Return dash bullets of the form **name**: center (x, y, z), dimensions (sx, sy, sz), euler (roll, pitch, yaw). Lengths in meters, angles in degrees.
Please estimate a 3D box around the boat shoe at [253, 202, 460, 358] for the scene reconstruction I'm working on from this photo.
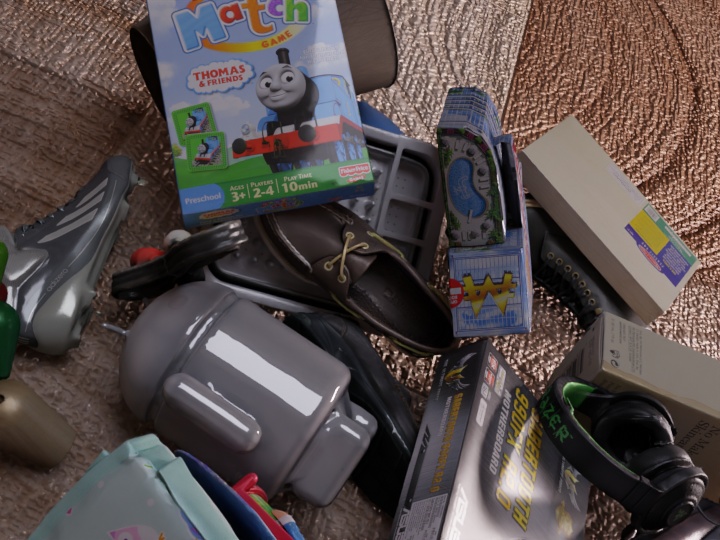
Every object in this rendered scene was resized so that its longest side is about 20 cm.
- **boat shoe**: center (0.000, 0.000, 0.902), dimensions (0.200, 0.060, 0.072), euler (42, 80, -10)

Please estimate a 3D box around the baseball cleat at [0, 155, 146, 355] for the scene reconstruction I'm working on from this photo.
- **baseball cleat**: center (-0.234, -0.029, 0.851), dimensions (0.106, 0.070, 0.200), euler (19, 43, -12)

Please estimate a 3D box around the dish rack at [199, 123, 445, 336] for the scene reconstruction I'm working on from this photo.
- **dish rack**: center (-0.033, -0.045, 0.947), dimensions (0.200, 0.044, 0.172), euler (15, 84, -16)

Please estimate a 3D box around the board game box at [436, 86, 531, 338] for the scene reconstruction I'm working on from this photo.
- **board game box**: center (0.104, -0.034, 0.905), dimensions (0.062, 0.200, 0.200), euler (-5, 20, 9)

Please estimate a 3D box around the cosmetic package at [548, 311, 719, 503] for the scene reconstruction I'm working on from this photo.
- **cosmetic package**: center (0.270, 0.125, 0.956), dimensions (0.200, 0.104, 0.073), euler (23, 43, -6)

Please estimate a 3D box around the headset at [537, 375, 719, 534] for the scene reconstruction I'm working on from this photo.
- **headset**: center (0.229, 0.138, 0.855), dimensions (0.200, 0.094, 0.124), euler (29, 22, -22)

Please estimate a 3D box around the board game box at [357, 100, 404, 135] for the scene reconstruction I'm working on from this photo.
- **board game box**: center (-0.048, -0.094, 1.036), dimensions (0.200, 0.039, 0.158), euler (-2, 48, -17)

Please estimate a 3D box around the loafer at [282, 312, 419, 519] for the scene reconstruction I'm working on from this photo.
- **loafer**: center (0.015, 0.107, 0.859), dimensions (0.072, 0.073, 0.200), euler (-11, 57, -41)

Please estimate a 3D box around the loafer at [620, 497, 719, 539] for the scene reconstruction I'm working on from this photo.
- **loafer**: center (0.232, 0.223, 0.879), dimensions (0.200, 0.072, 0.063), euler (-7, 35, -41)

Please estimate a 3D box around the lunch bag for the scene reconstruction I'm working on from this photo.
- **lunch bag**: center (-0.104, 0.202, 0.607), dimensions (0.122, 0.200, 0.170), euler (-26, 66, -42)

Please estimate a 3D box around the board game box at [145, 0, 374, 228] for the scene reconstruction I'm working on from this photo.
- **board game box**: center (-0.082, -0.144, 0.886), dimensions (0.151, 0.037, 0.200), euler (-11, 74, -5)

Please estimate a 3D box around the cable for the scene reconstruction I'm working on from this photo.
- **cable**: center (-0.134, -0.015, 0.794), dimensions (0.097, 0.200, 0.050), euler (-14, 84, -13)

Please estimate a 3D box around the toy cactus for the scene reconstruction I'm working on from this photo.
- **toy cactus**: center (-0.266, 0.079, 0.724), dimensions (0.165, 0.102, 0.200), euler (41, 43, -25)

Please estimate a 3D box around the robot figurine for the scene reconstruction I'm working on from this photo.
- **robot figurine**: center (-0.087, 0.084, 0.791), dimensions (0.200, 0.113, 0.170), euler (34, 6, 4)

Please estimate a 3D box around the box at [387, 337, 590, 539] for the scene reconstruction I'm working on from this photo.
- **box**: center (0.099, 0.173, 0.805), dimensions (0.158, 0.048, 0.200), euler (50, 37, -23)

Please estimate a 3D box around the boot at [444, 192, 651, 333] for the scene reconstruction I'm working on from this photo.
- **boot**: center (0.186, 0.006, 1.048), dimensions (0.200, 0.077, 0.138), euler (4, 53, -24)

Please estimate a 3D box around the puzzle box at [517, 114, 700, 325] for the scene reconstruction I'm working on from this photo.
- **puzzle box**: center (0.237, -0.052, 1.072), dimensions (0.200, 0.025, 0.133), euler (50, 37, 4)

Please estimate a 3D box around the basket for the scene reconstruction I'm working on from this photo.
- **basket**: center (-0.090, -0.203, 0.991), dimensions (0.200, 0.180, 0.136), euler (-29, 27, -16)

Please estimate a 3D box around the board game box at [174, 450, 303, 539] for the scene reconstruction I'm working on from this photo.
- **board game box**: center (-0.035, 0.175, 0.675), dimensions (0.039, 0.158, 0.200), euler (-39, 100, -20)
